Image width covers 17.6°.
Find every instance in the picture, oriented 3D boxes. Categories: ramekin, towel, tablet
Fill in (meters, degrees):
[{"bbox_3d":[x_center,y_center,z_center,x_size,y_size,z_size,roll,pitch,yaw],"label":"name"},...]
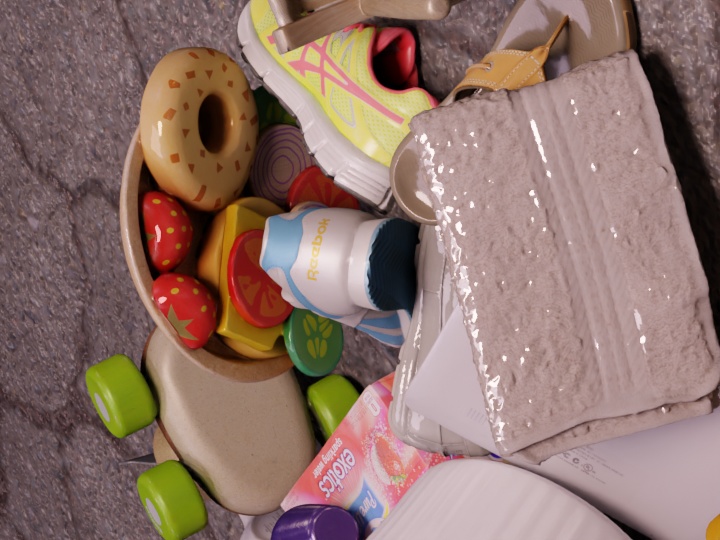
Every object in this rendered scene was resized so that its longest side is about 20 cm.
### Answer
[{"bbox_3d":[0.087,0.201,1.358,0.200,0.098,0.201,27,150,17],"label":"ramekin"},{"bbox_3d":[0.112,-0.005,1.243,0.034,0.132,0.201,-165,59,-89],"label":"towel"},{"bbox_3d":[0.135,0.077,1.299,0.200,0.014,0.130,28,126,-1],"label":"tablet"}]

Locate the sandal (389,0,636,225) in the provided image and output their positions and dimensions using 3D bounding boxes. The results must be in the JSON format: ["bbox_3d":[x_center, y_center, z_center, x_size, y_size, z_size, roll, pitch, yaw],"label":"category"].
[{"bbox_3d":[0.079,-0.091,1.296,0.080,0.054,0.200,52,124,9],"label":"sandal"}]

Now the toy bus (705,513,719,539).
[{"bbox_3d":[0.259,0.105,1.190,0.065,0.078,0.200,56,148,13],"label":"toy bus"}]

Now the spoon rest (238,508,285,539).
[{"bbox_3d":[-0.066,0.183,1.745,0.200,0.099,0.061,46,163,53],"label":"spoon rest"}]

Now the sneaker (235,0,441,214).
[{"bbox_3d":[-0.005,-0.123,1.441,0.090,0.078,0.200,-48,49,15],"label":"sneaker"}]

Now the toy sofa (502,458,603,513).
[{"bbox_3d":[0.129,0.056,1.347,0.098,0.083,0.200,31,136,43],"label":"toy sofa"}]

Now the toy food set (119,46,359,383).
[{"bbox_3d":[-0.072,-0.029,1.451,0.049,0.198,0.201,-12,66,38],"label":"toy food set"}]

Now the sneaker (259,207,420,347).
[{"bbox_3d":[0.000,0.000,1.431,0.081,0.077,0.200,10,170,17],"label":"sneaker"}]

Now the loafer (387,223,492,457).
[{"bbox_3d":[0.067,0.014,1.398,0.070,0.070,0.201,12,103,16],"label":"loafer"}]

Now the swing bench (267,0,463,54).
[{"bbox_3d":[0.011,-0.240,1.269,0.200,0.130,0.199,0,113,62],"label":"swing bench"}]

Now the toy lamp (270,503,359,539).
[{"bbox_3d":[-0.054,0.198,1.570,0.058,0.058,0.200,60,149,7],"label":"toy lamp"}]

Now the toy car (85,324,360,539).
[{"bbox_3d":[-0.111,0.105,1.692,0.158,0.164,0.200,64,162,0],"label":"toy car"}]

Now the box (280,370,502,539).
[{"bbox_3d":[0.037,0.138,1.535,0.103,0.095,0.200,55,148,13],"label":"box"}]
